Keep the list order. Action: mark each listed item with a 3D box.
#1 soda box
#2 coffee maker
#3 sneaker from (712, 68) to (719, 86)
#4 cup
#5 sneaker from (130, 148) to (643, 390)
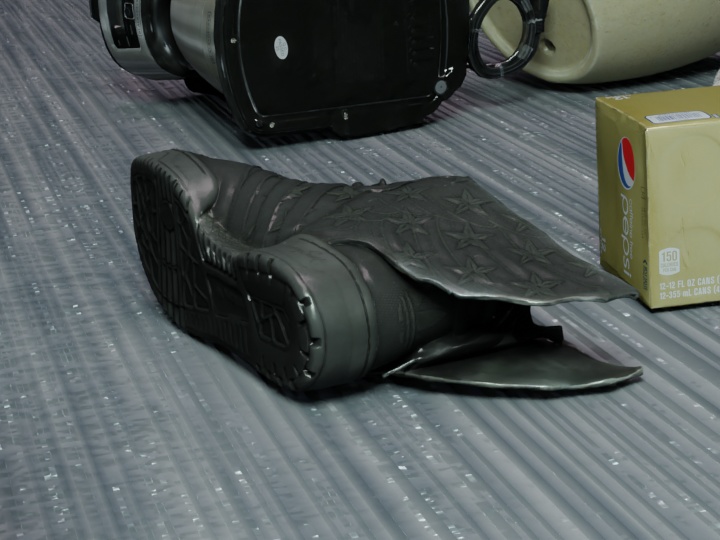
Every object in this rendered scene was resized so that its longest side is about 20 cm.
[{"bbox_3d":[0.191,-0.036,0.686,0.199,0.068,0.064,-6,15,-8],"label":"soda box"},{"bbox_3d":[-0.033,-0.142,1.053,0.191,0.135,0.200,16,6,-29],"label":"coffee maker"},{"bbox_3d":[0.211,-0.090,0.850,0.088,0.082,0.200,6,17,25],"label":"sneaker"},{"bbox_3d":[0.141,-0.189,1.073,0.143,0.201,0.200,-41,33,-27],"label":"cup"},{"bbox_3d":[0.000,-0.003,0.636,0.104,0.060,0.200,-12,23,-24],"label":"sneaker"}]
